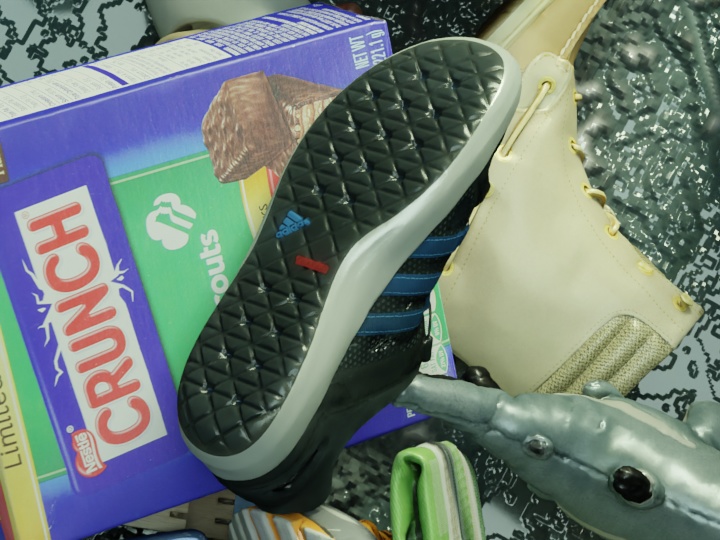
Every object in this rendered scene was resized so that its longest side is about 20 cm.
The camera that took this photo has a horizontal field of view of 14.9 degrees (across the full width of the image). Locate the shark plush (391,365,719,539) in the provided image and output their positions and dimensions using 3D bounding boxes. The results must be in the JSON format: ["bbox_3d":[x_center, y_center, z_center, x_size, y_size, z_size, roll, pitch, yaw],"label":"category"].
[{"bbox_3d":[0.108,0.073,1.121,0.200,0.083,0.091,36,91,-19],"label":"shark plush"}]

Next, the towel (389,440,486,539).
[{"bbox_3d":[0.035,0.145,1.132,0.031,0.200,0.150,-10,84,6],"label":"towel"}]

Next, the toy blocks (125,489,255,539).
[{"bbox_3d":[-0.076,0.038,1.198,0.136,0.100,0.201,10,84,-14],"label":"toy blocks"}]

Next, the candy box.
[{"bbox_3d":[-0.075,-0.001,1.105,0.199,0.077,0.170,-17,106,-19],"label":"candy box"}]

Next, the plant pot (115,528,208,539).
[{"bbox_3d":[-0.124,0.219,1.107,0.199,0.180,0.201,-11,105,-5],"label":"plant pot"}]

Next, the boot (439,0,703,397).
[{"bbox_3d":[0.095,-0.036,1.217,0.155,0.073,0.200,38,78,-2],"label":"boot"}]

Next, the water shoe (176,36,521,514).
[{"bbox_3d":[0.000,0.000,1.071,0.071,0.079,0.200,27,75,34],"label":"water shoe"}]

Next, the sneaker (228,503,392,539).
[{"bbox_3d":[-0.012,0.130,1.134,0.077,0.200,0.079,-14,82,-15],"label":"sneaker"}]

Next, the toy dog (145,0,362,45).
[{"bbox_3d":[-0.061,-0.143,1.197,0.096,0.132,0.200,-34,95,34],"label":"toy dog"}]
